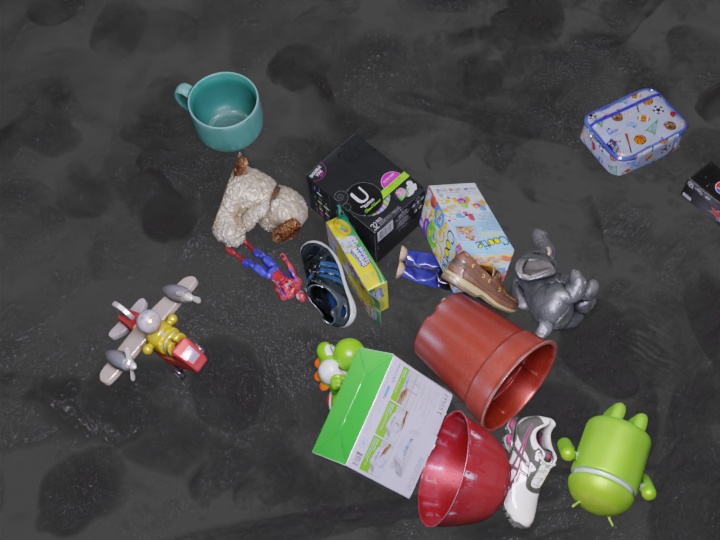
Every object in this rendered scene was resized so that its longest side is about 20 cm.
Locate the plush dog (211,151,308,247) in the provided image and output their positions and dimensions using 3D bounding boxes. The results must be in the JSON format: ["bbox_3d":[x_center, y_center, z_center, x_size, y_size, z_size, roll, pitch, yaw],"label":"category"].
[{"bbox_3d":[-0.186,-0.137,1.818,0.171,0.161,0.200,20,36,-11],"label":"plush dog"}]

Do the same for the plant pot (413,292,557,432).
[{"bbox_3d":[0.214,0.152,1.642,0.201,0.201,0.195,-41,60,-18],"label":"plant pot"}]

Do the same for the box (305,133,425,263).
[{"bbox_3d":[0.011,-0.147,1.840,0.148,0.124,0.200,-41,67,-18],"label":"box"}]

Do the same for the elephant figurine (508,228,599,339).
[{"bbox_3d":[0.344,0.021,1.751,0.200,0.155,0.142,43,114,33],"label":"elephant figurine"}]

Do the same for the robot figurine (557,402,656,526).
[{"bbox_3d":[0.429,0.332,1.568,0.175,0.116,0.200,25,65,2],"label":"robot figurine"}]

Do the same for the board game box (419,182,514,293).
[{"bbox_3d":[0.201,-0.065,1.763,0.105,0.103,0.200,-5,45,-18],"label":"board game box"}]

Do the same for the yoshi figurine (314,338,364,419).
[{"bbox_3d":[-0.016,0.205,1.666,0.112,0.113,0.200,-16,60,-15],"label":"yoshi figurine"}]

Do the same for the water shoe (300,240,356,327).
[{"bbox_3d":[-0.073,0.019,1.769,0.071,0.079,0.200,-43,61,25],"label":"water shoe"}]

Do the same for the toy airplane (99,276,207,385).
[{"bbox_3d":[-0.393,0.108,1.710,0.199,0.141,0.200,-9,62,-2],"label":"toy airplane"}]

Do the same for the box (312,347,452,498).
[{"bbox_3d":[0.043,0.261,1.561,0.097,0.176,0.200,8,69,48],"label":"box"}]

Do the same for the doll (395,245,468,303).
[{"bbox_3d":[0.171,0.010,1.792,0.199,0.049,0.137,11,53,1],"label":"doll"}]

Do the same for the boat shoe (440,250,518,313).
[{"bbox_3d":[0.231,0.023,1.660,0.072,0.200,0.068,31,93,48],"label":"boat shoe"}]

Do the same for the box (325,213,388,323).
[{"bbox_3d":[0.000,0.000,1.766,0.048,0.117,0.200,-25,64,-10],"label":"box"}]

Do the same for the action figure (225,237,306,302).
[{"bbox_3d":[-0.182,-0.011,1.794,0.200,0.099,0.065,39,70,18],"label":"action figure"}]

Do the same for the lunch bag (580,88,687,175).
[{"bbox_3d":[0.571,-0.297,1.929,0.200,0.076,0.160,-24,61,-11],"label":"lunch bag"}]

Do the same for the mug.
[{"bbox_3d":[-0.294,-0.343,1.965,0.152,0.115,0.185,-29,64,-12],"label":"mug"}]

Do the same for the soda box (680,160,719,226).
[{"bbox_3d":[0.749,-0.125,1.832,0.071,0.063,0.200,-36,67,-17],"label":"soda box"}]

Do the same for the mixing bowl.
[{"bbox_3d":[0.186,0.348,1.544,0.108,0.200,0.201,18,62,-11],"label":"mixing bowl"}]

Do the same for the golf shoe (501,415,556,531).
[{"bbox_3d":[0.290,0.345,1.572,0.077,0.088,0.201,26,58,-33],"label":"golf shoe"}]
